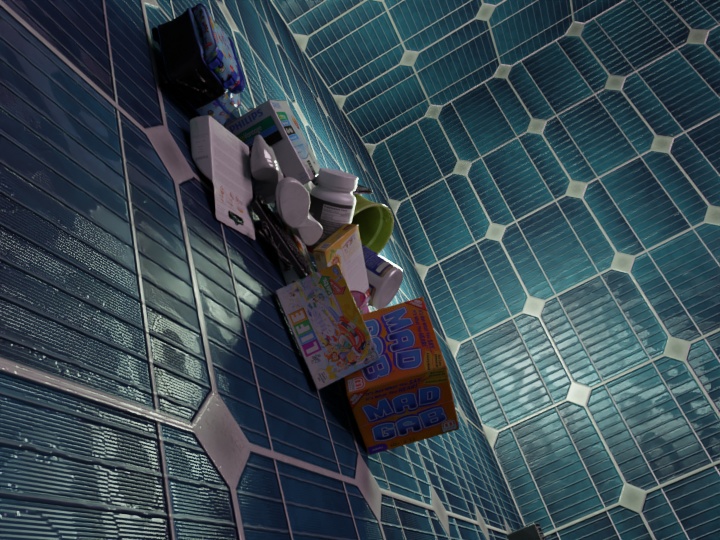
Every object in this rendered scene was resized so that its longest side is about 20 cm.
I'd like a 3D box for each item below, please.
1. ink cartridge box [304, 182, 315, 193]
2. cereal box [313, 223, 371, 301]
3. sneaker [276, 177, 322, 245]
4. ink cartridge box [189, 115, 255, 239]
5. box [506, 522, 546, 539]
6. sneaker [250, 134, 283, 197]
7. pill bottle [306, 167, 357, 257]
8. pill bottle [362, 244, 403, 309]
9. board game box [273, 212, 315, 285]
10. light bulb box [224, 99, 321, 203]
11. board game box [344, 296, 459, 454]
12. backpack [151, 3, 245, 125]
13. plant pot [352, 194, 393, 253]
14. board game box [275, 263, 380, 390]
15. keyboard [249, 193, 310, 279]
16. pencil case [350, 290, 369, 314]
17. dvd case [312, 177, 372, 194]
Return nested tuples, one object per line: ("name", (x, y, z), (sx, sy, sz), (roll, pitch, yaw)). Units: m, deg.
("ink cartridge box", (-0.121, -0.131, 1.653), (0.116, 0.066, 0.203), (45, 22, -58))
("cereal box", (-0.039, 0.013, 1.455), (0.144, 0.039, 0.203), (-42, 131, -47))
("sneaker", (-0.147, -0.132, 1.319), (0.088, 0.075, 0.201), (43, -14, 30))
("ink cartridge box", (-0.260, -0.170, 1.200), (0.161, 0.049, 0.204), (33, 50, -69))
("box", (0.645, 1.059, 2.333), (0.200, 0.122, 0.201), (47, 21, -61))
("sneaker", (-0.199, -0.219, 1.331), (0.200, 0.074, 0.090), (113, -34, -75))
("pill bottle", (-0.074, -0.135, 1.502), (0.114, 0.112, 0.204), (-69, 172, -76))
("pill bottle", (0.000, 0.000, 1.611), (0.198, 0.121, 0.120), (33, -1, 23))
("board game box", (-0.141, -0.016, 1.375), (0.203, 0.034, 0.126), (68, 12, 22))
("light bulb box", (-0.199, -0.287, 1.498), (0.202, 0.123, 0.199), (62, 11, -11))
("board game box", (0.074, 0.217, 1.303), (0.201, 0.196, 0.202), (-104, 177, -51))
("backpack", (-0.300, -0.389, 1.245), (0.200, 0.133, 0.185), (51, 17, -58))
("plant pot", (-0.035, -0.148, 1.793), (0.184, 0.200, 0.201), (46, -1, 38))
("board game box", (-0.063, 0.106, 1.196), (0.203, 0.133, 0.034), (65, -11, 9))
("keyboard", (-0.160, -0.060, 1.270), (0.201, 0.020, 0.128), (56, 15, -21))
("pencil case", (-0.006, 0.141, 1.425), (0.088, 0.086, 0.203), (-100, 174, -58))
("dvd case", (-0.085, -0.247, 1.760), (0.198, 0.016, 0.147), (28, 24, 38))
